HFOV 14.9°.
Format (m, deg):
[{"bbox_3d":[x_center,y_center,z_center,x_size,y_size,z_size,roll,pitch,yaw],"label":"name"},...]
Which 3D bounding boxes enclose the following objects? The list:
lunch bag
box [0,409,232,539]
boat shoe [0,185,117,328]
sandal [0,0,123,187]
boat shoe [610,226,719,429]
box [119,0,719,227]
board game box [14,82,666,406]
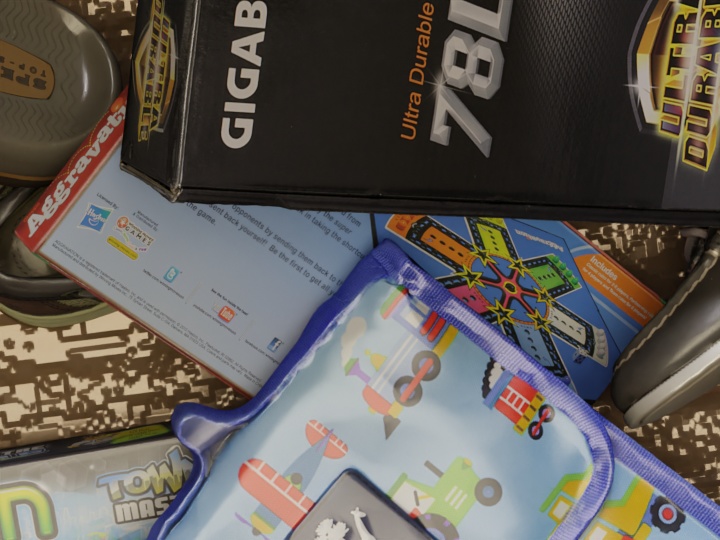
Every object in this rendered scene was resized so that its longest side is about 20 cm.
[{"bbox_3d":[0.022,0.097,0.843,0.200,0.094,0.151,38,89,-17],"label":"lunch bag"},{"bbox_3d":[-0.120,0.115,0.885,0.199,0.035,0.111,-10,96,-2],"label":"box"},{"bbox_3d":[-0.030,-0.035,0.860,0.199,0.065,0.073,-29,96,-1],"label":"boat shoe"},{"bbox_3d":[-0.149,-0.073,0.774,0.199,0.055,0.082,17,62,-28],"label":"sandal"},{"bbox_3d":[0.146,-0.027,0.868,0.200,0.067,0.057,-37,78,-13],"label":"boat shoe"},{"bbox_3d":[0.041,-0.115,0.766,0.198,0.050,0.201,2,102,-28],"label":"box"},{"bbox_3d":[0.000,0.000,0.842,0.200,0.019,0.103,37,94,-35],"label":"board game box"}]
